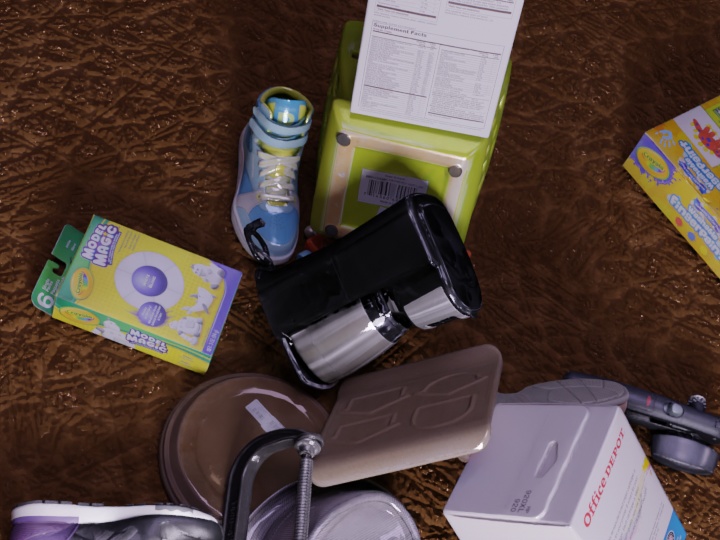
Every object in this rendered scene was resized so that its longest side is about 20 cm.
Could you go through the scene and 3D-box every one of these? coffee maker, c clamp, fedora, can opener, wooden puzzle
[{"bbox_3d":[0.000,0.000,1.510,0.193,0.199,0.135,57,20,-12],"label":"coffee maker"},{"bbox_3d":[-0.070,0.228,1.370,0.027,0.170,0.201,34,39,-36],"label":"c clamp"},{"bbox_3d":[-0.019,0.277,1.400,0.199,0.090,0.178,-17,77,-26],"label":"fedora"},{"bbox_3d":[0.315,0.157,1.629,0.199,0.064,0.079,24,54,-3],"label":"can opener"},{"bbox_3d":[0.052,0.152,1.465,0.184,0.047,0.200,-15,19,14],"label":"wooden puzzle"}]

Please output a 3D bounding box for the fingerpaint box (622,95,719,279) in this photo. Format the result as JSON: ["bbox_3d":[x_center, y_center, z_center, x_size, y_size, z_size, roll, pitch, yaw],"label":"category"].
[{"bbox_3d":[0.459,-0.107,1.847,0.166,0.074,0.200,-26,69,-32],"label":"fingerpaint box"}]

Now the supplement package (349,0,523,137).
[{"bbox_3d":[0.082,-0.269,1.479,0.149,0.201,0.152,10,45,0],"label":"supplement package"}]

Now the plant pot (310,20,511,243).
[{"bbox_3d":[0.048,-0.131,1.611,0.198,0.200,0.182,13,38,1],"label":"plant pot"}]

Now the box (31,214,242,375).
[{"bbox_3d":[-0.235,0.019,1.544,0.199,0.048,0.118,20,53,-3],"label":"box"}]

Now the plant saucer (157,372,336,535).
[{"bbox_3d":[-0.105,0.188,1.488,0.198,0.030,0.201,9,55,-12],"label":"plant saucer"}]

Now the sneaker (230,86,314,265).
[{"bbox_3d":[-0.095,-0.117,1.630,0.079,0.131,0.201,4,57,-18],"label":"sneaker"}]

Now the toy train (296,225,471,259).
[{"bbox_3d":[0.036,-0.023,1.658,0.199,0.056,0.151,-23,68,-29],"label":"toy train"}]

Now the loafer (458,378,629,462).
[{"bbox_3d":[0.192,0.161,1.577,0.198,0.063,0.072,-6,21,-13],"label":"loafer"}]

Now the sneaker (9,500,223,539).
[{"bbox_3d":[-0.228,0.268,1.376,0.198,0.076,0.088,2,66,-9],"label":"sneaker"}]

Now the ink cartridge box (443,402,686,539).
[{"bbox_3d":[0.202,0.246,1.422,0.201,0.144,0.148,59,45,-32],"label":"ink cartridge box"}]
